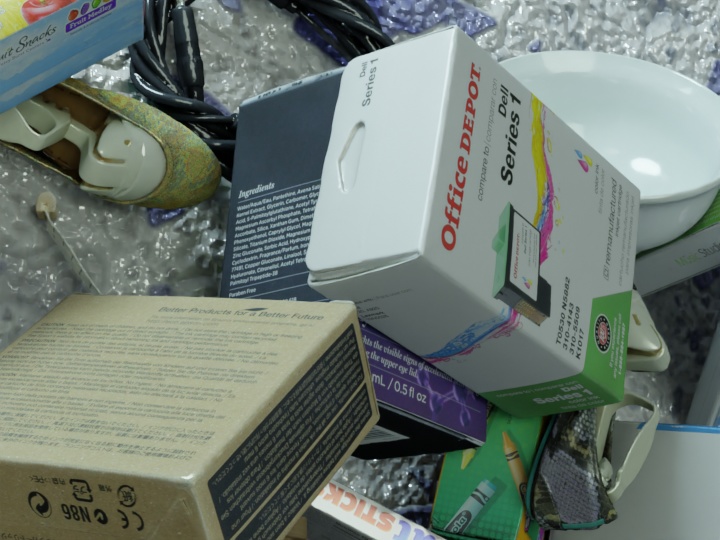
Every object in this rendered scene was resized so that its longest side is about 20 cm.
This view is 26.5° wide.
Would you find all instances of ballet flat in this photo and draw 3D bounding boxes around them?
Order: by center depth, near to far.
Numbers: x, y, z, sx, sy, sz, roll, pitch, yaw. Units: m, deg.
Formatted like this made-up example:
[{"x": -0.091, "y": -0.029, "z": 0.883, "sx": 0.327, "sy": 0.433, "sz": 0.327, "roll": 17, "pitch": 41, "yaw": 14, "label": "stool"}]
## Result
[{"x": -0.177, "y": -0.084, "z": 0.931, "sx": 0.198, "sy": 0.071, "sz": 0.071, "roll": 29, "pitch": 65, "yaw": -16, "label": "ballet flat"}, {"x": 0.156, "y": 0.070, "z": 0.952, "sx": 0.071, "sy": 0.072, "sz": 0.202, "roll": 26, "pitch": 62, "yaw": -19, "label": "ballet flat"}]

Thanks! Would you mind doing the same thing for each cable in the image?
[{"x": -0.058, "y": -0.133, "z": 1.021, "sx": 0.200, "sy": 0.051, "sz": 0.164, "roll": 44, "pitch": 61, "yaw": -12, "label": "cable"}]

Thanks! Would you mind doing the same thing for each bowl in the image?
[{"x": 0.165, "y": -0.069, "z": 1.076, "sx": 0.198, "sy": 0.091, "sz": 0.202, "roll": 2, "pitch": 35, "yaw": -2, "label": "bowl"}]

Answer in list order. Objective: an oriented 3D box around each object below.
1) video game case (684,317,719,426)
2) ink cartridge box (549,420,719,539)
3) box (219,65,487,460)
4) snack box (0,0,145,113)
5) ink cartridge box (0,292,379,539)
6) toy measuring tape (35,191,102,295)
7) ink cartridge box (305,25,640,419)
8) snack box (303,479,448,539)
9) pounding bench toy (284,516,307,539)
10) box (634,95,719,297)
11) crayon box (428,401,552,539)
[{"x": 0.306, "y": 0.009, "z": 1.107, "sx": 0.022, "sy": 0.201, "sz": 0.182, "roll": 33, "pitch": 57, "yaw": 23, "label": "video game case"}, {"x": 0.231, "y": 0.182, "z": 1.015, "sx": 0.199, "sy": 0.127, "sz": 0.127, "roll": 24, "pitch": 71, "yaw": -46, "label": "ink cartridge box"}, {"x": 0.000, "y": 0.000, "z": 0.935, "sx": 0.147, "sy": 0.103, "sz": 0.203, "roll": 24, "pitch": 63, "yaw": -46, "label": "box"}, {"x": -0.248, "y": -0.181, "z": 0.880, "sx": 0.168, "sy": 0.068, "sz": 0.200, "roll": -35, "pitch": 67, "yaw": -30, "label": "snack box"}, {"x": -0.113, "y": 0.083, "z": 0.786, "sx": 0.165, "sy": 0.198, "sz": 0.076, "roll": -44, "pitch": 127, "yaw": -49, "label": "ink cartridge box"}, {"x": -0.119, "y": 0.023, "z": 0.939, "sx": 0.073, "sy": 0.074, "sz": 0.201, "roll": -32, "pitch": 85, "yaw": -30, "label": "toy measuring tape"}, {"x": 0.072, "y": -0.022, "z": 0.878, "sx": 0.199, "sy": 0.083, "sz": 0.147, "roll": 34, "pitch": 56, "yaw": -40, "label": "ink cartridge box"}, {"x": 0.038, "y": 0.182, "z": 0.949, "sx": 0.198, "sy": 0.072, "sz": 0.025, "roll": 29, "pitch": 66, "yaw": -3, "label": "snack box"}, {"x": -0.113, "y": 0.189, "z": 0.805, "sx": 0.122, "sy": 0.200, "sz": 0.158, "roll": -7, "pitch": 76, "yaw": 16, "label": "pounding bench toy"}, {"x": 0.276, "y": -0.076, "z": 1.129, "sx": 0.036, "sy": 0.144, "sz": 0.201, "roll": 42, "pitch": 62, "yaw": -9, "label": "box"}, {"x": 0.104, "y": 0.095, "z": 1.004, "sx": 0.057, "sy": 0.119, "sz": 0.202, "roll": 7, "pitch": 67, "yaw": 19, "label": "crayon box"}]
